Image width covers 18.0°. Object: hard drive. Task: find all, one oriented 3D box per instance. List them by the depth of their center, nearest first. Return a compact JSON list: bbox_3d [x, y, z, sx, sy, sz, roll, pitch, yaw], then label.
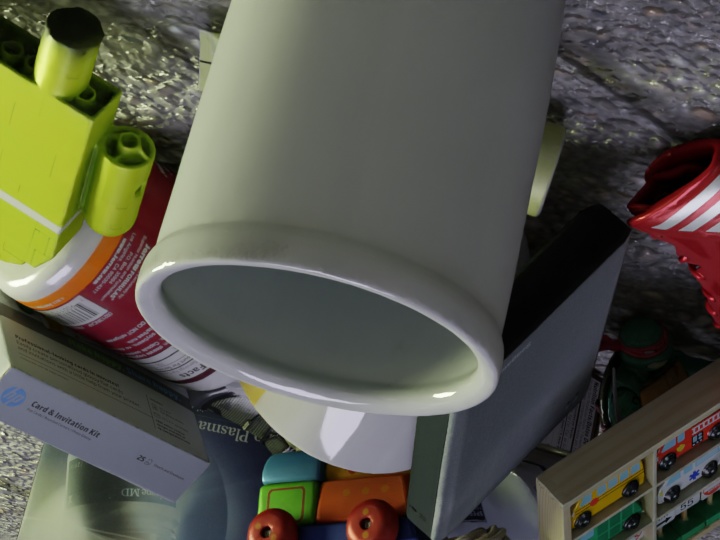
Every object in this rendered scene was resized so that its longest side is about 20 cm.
[{"bbox_3d":[0.084,0.060,1.266,0.033,0.140,0.200,40,158,18],"label":"hard drive"}]

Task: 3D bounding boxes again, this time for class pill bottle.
[{"bbox_3d":[-0.116,0.003,1.378,0.113,0.113,0.200,-12,147,45],"label":"pill bottle"}]

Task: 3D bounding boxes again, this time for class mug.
[{"bbox_3d":[0.005,0.008,1.281,0.186,0.150,0.153,16,139,-17],"label":"mug"}]

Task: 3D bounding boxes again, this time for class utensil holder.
[{"bbox_3d":[0.002,-0.056,1.063,0.169,0.201,0.170,12,159,5],"label":"utensil holder"}]

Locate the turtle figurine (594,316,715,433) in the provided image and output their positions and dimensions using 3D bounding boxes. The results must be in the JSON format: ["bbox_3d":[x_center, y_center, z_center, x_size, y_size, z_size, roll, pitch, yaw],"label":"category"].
[{"bbox_3d":[0.197,0.094,1.441,0.101,0.149,0.200,48,162,45],"label":"turtle figurine"}]

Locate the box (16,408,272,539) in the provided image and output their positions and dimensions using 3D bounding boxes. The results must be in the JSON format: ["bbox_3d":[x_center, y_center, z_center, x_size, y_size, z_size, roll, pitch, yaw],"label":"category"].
[{"bbox_3d":[-0.144,0.189,1.707,0.199,0.199,0.123,11,157,4],"label":"box"}]

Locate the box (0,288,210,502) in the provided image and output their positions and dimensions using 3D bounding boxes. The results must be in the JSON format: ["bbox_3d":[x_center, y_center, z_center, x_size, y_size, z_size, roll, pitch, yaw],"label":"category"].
[{"bbox_3d":[-0.181,0.038,1.409,0.156,0.200,0.041,31,111,-35],"label":"box"}]

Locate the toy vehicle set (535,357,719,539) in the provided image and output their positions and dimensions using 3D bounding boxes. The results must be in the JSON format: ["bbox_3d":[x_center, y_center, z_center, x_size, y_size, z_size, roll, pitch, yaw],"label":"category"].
[{"bbox_3d":[0.193,0.118,1.360,0.027,0.200,0.124,45,157,36],"label":"toy vehicle set"}]

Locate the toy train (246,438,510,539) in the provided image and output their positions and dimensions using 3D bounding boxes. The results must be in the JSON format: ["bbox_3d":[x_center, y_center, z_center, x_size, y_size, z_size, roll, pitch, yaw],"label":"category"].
[{"bbox_3d":[0.028,0.125,1.390,0.199,0.116,0.085,-9,156,28],"label":"toy train"}]

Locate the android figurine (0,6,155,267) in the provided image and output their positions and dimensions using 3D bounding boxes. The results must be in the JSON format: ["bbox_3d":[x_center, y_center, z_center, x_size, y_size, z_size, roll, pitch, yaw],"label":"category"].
[{"bbox_3d":[-0.197,-0.080,1.233,0.182,0.041,0.200,31,138,8],"label":"android figurine"}]

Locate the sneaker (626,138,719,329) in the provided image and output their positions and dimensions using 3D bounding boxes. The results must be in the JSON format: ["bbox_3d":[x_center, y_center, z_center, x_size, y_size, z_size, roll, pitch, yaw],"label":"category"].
[{"bbox_3d":[0.199,-0.013,1.247,0.115,0.079,0.200,20,145,6],"label":"sneaker"}]

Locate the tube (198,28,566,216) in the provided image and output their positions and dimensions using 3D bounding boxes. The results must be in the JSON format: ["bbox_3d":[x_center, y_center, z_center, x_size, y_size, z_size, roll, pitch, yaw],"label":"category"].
[{"bbox_3d":[0.008,-0.083,1.206,0.199,0.052,0.058,17,119,3],"label":"tube"}]

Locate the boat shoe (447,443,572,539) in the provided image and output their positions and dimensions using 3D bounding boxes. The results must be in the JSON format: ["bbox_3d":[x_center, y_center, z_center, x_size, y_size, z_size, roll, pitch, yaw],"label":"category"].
[{"bbox_3d":[0.082,0.140,1.436,0.065,0.074,0.200,-19,-168,-29],"label":"boat shoe"}]

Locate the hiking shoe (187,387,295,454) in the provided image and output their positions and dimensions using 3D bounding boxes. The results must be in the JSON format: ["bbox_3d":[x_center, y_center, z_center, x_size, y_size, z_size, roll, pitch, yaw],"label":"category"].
[{"bbox_3d":[-0.033,0.125,1.626,0.199,0.101,0.076,17,156,-8],"label":"hiking shoe"}]

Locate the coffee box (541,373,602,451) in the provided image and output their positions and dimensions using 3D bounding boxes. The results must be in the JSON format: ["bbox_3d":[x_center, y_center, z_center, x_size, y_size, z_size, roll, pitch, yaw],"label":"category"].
[{"bbox_3d":[0.050,0.077,1.497,0.200,0.080,0.114,30,152,-34],"label":"coffee box"}]
